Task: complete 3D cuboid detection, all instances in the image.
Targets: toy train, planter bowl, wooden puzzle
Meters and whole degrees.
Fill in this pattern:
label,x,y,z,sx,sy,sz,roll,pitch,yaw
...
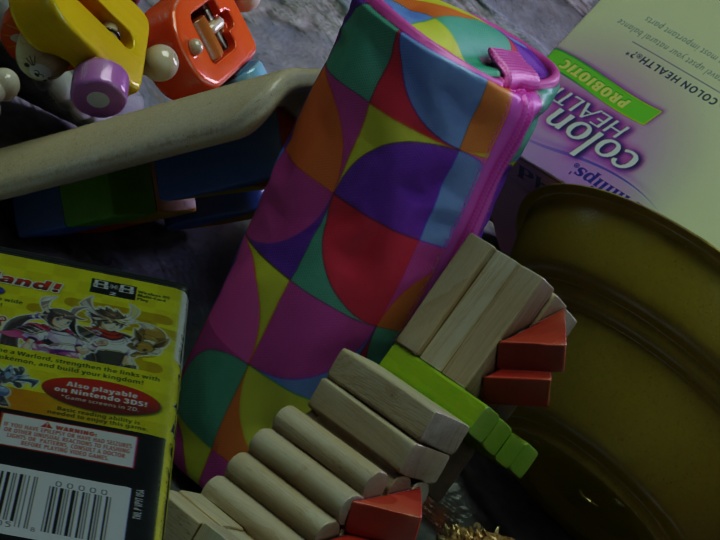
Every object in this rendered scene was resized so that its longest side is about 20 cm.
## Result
label,x,y,z,sx,sy,sz,roll,pitch,yaw
toy train,-0.116,-0.135,0.858,0.201,0.055,0.150,60,29,-19
planter bowl,0.114,0.065,0.848,0.200,0.083,0.201,40,-17,15
wooden puzzle,-0.050,-0.046,0.869,0.200,0.184,0.047,-13,91,-55

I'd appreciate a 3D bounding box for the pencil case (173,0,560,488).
label,x,y,z,sx,sy,sz,roll,pitch,yaw
pencil case,0.000,0.000,0.759,0.088,0.201,0.088,20,18,-7

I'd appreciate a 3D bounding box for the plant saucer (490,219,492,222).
label,x,y,z,sx,sy,sz,roll,pitch,yaw
plant saucer,0.136,-0.023,1.048,0.199,0.038,0.200,24,-5,2

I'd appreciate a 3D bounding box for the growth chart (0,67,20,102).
label,x,y,z,sx,sy,sz,roll,pitch,yaw
growth chart,-0.224,-0.101,0.797,0.200,0.018,0.145,44,41,-21

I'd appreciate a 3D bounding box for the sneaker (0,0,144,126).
label,x,y,z,sx,sy,sz,roll,pitch,yaw
sneaker,-0.141,-0.132,0.905,0.075,0.082,0.200,26,-20,41

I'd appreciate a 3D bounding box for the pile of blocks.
label,x,y,z,sx,sy,sz,roll,pitch,yaw
pile of blocks,0.009,0.073,0.698,0.200,0.082,0.062,-38,49,-24

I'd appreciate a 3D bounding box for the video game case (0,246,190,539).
label,x,y,z,sx,sy,sz,roll,pitch,yaw
video game case,-0.155,0.036,0.649,0.199,0.026,0.181,11,26,-7

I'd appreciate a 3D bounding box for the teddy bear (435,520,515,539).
label,x,y,z,sx,sy,sz,roll,pitch,yaw
teddy bear,0.095,0.164,0.710,0.199,0.067,0.146,21,42,-23

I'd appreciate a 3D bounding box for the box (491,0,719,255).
label,x,y,z,sx,sy,sz,roll,pitch,yaw
box,0.181,-0.057,0.892,0.176,0.200,0.097,34,-20,28
